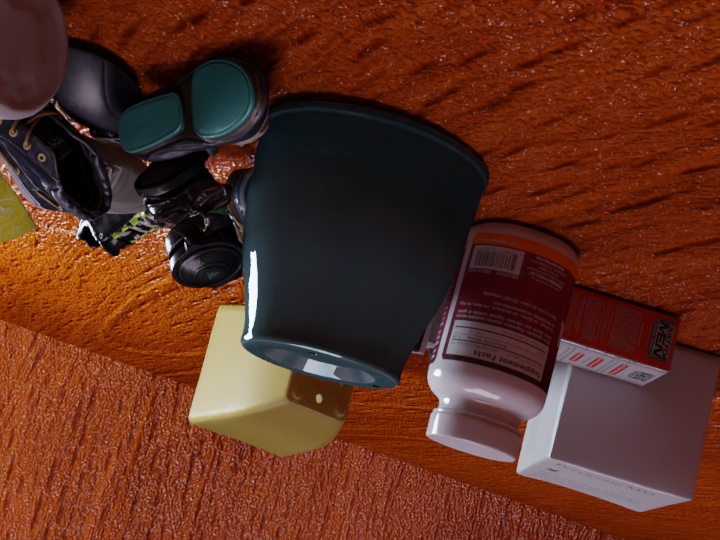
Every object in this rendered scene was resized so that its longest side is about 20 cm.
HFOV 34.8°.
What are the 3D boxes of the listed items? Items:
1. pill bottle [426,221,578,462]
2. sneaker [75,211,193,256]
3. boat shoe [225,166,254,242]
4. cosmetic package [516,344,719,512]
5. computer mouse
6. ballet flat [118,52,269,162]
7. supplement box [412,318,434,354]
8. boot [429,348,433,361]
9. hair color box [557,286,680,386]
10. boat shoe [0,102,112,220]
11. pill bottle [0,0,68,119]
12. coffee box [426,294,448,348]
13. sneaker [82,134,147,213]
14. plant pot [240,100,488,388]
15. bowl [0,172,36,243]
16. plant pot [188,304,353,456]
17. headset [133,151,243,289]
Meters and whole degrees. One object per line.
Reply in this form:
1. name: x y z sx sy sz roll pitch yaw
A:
1. pill bottle: 0.126 0.067 1.060 0.112 0.202 0.113 16 166 4
2. sneaker: -0.254 -0.052 1.295 0.199 0.084 0.071 2 160 46
3. boat shoe: -0.100 -0.051 1.142 0.072 0.073 0.200 13 165 20
4. cosmetic package: 0.293 0.172 1.334 0.166 0.168 0.200 16 165 2
5. computer mouse: -0.199 -0.129 1.015 0.139 0.046 0.200 17 166 4
6. ballet flat: -0.116 -0.127 0.906 0.073 0.074 0.199 27 158 -36
7. supplement box: 0.000 0.000 1.144 0.061 0.110 0.200 4 160 42
8. boot: 0.135 0.088 1.374 0.096 0.076 0.200 2 -174 -4
9. hair color box: 0.221 0.059 1.205 0.198 0.062 0.102 18 166 2
10. boat shoe: -0.282 -0.128 0.972 0.090 0.071 0.201 16 147 42
11. pill bottle: -0.327 -0.172 0.854 0.198 0.113 0.112 6 163 26
12. coffee box: 0.006 0.038 1.336 0.114 0.080 0.199 24 164 -28
13. sneaker: -0.278 -0.102 1.108 0.199 0.076 0.092 25 -178 -31
14. plant pot: -0.010 -0.009 0.943 0.198 0.190 0.200 13 166 3
15. bowl: -0.407 -0.094 1.078 0.201 0.107 0.200 50 167 16
16. plant pot: -0.112 0.164 1.754 0.195 0.196 0.199 26 157 -32
17. headset: -0.133 -0.050 0.979 0.093 0.124 0.200 -24 180 7
